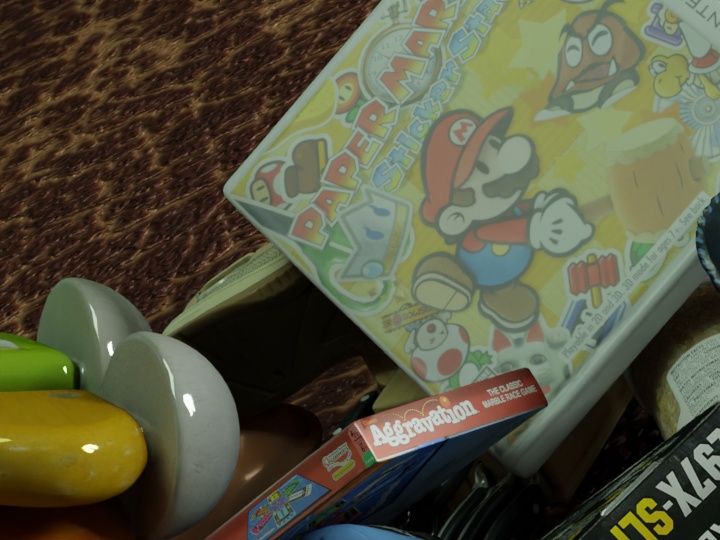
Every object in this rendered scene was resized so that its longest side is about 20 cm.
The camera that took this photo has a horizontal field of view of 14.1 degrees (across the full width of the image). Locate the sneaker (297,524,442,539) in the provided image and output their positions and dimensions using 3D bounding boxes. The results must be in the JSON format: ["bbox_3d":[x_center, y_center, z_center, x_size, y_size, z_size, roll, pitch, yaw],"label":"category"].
[{"bbox_3d":[-0.035,0.159,1.097,0.083,0.071,0.200,-3,-32,-51],"label":"sneaker"}]

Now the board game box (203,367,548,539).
[{"bbox_3d":[-0.027,0.101,1.093,0.103,0.019,0.200,-16,-19,-50],"label":"board game box"}]

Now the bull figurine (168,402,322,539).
[{"bbox_3d":[-0.096,0.130,1.246,0.121,0.065,0.200,5,43,47],"label":"bull figurine"}]

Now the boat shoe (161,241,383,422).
[{"bbox_3d":[0.000,0.000,1.224,0.200,0.072,0.065,-27,24,25],"label":"boat shoe"}]

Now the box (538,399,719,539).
[{"bbox_3d":[0.052,0.132,0.972,0.160,0.049,0.200,-43,-4,-22],"label":"box"}]

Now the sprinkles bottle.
[{"bbox_3d":[0.147,0.061,1.080,0.068,0.068,0.200,-30,23,5],"label":"sprinkles bottle"}]

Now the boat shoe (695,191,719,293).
[{"bbox_3d":[0.186,0.023,0.993,0.200,0.069,0.084,36,105,38],"label":"boat shoe"}]

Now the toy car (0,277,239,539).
[{"bbox_3d":[-0.154,0.088,1.164,0.175,0.150,0.200,-1,15,-26],"label":"toy car"}]

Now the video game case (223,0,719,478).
[{"bbox_3d":[0.067,-0.051,1.134,0.200,0.023,0.182,-50,60,5],"label":"video game case"}]

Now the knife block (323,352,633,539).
[{"bbox_3d":[0.068,0.055,1.199,0.200,0.064,0.176,-32,24,-1],"label":"knife block"}]
